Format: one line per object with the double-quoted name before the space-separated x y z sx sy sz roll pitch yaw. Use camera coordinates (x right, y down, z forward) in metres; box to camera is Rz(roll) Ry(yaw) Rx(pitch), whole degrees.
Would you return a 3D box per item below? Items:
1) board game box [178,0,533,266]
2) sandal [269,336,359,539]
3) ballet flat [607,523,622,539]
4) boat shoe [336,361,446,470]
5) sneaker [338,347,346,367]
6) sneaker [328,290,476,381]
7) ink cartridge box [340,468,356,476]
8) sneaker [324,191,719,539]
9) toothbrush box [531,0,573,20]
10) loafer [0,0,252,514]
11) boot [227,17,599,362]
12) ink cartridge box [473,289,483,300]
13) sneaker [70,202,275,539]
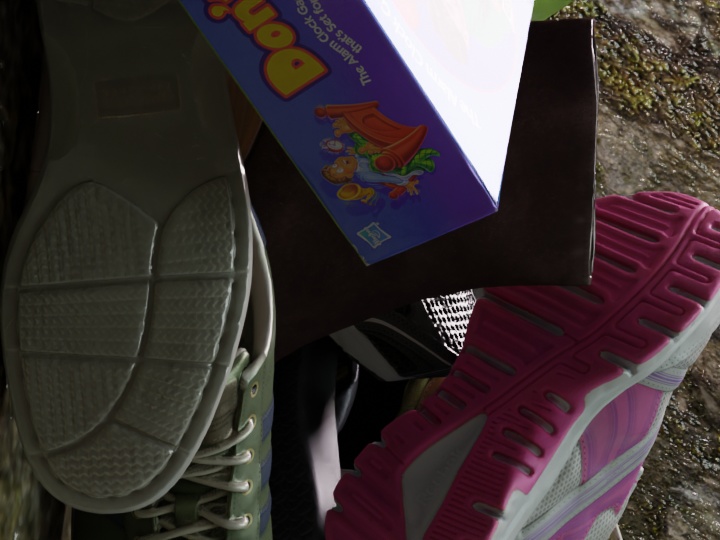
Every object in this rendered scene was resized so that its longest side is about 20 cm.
"board game box" -0.022 -0.121 0.612 0.200 0.045 0.135 55 27 -26
"sandal" -0.032 0.054 0.873 0.043 0.076 0.201 40 39 -40
"ballet flat" 0.076 0.149 0.887 0.068 0.072 0.201 98 -5 -78
"boat shoe" -0.013 0.080 0.966 0.200 0.068 0.072 -47 -121 30
"sneaker" -0.006 -0.021 0.957 0.200 0.081 0.075 -51 161 20
"sneaker" 0.008 -0.054 0.849 0.080 0.086 0.201 -25 90 -58
"ink cartridge box" -0.047 0.197 0.896 0.147 0.082 0.201 88 9 -54
"sneaker" 0.072 0.056 0.833 0.200 0.081 0.088 -47 145 -10
"toothbrush box" 0.033 -0.179 1.012 0.200 0.086 0.147 161 -76 -80
"loafer" -0.066 -0.032 0.649 0.063 0.071 0.201 -96 -173 -87
"boot" 0.000 0.000 0.791 0.072 0.165 0.201 -55 150 -76
"ink cartridge box" 0.082 0.011 1.026 0.163 0.057 0.201 93 -23 -70
"sneaker" -0.061 0.051 0.701 0.090 0.067 0.201 115 -25 -79
